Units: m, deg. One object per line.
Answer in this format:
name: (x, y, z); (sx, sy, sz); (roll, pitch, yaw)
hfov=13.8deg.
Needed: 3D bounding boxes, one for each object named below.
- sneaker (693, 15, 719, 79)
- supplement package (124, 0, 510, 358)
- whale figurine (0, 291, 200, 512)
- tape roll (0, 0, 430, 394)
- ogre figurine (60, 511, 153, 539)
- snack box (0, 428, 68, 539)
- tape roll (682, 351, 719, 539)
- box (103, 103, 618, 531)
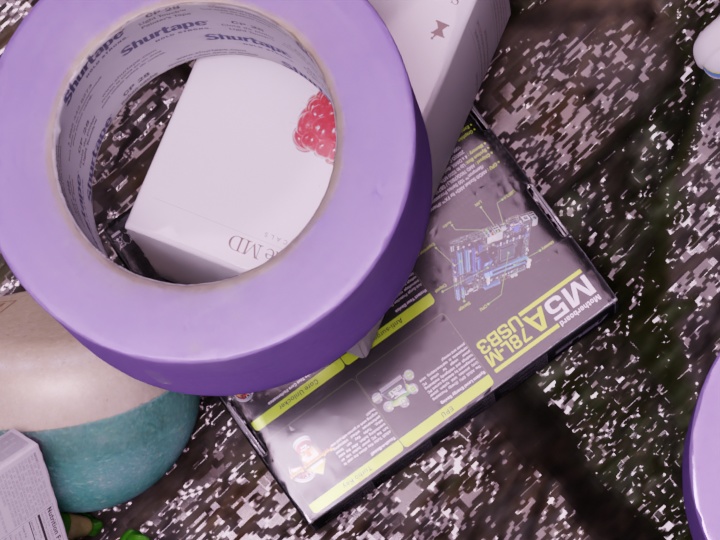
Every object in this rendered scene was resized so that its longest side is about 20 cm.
sneaker: (0.277, -0.107, 1.536); (0.199, 0.076, 0.106); (-15, 80, 0)
supplement package: (-0.017, -0.077, 1.482); (0.121, 0.120, 0.201); (21, 81, 9)
whale figurine: (-0.175, 0.069, 1.514); (0.199, 0.159, 0.104); (-2, 111, 25)
tape roll: (-0.069, -0.048, 1.369); (0.199, 0.085, 0.201); (-1, 78, 7)
ogre figurine: (-0.204, 0.166, 1.503); (0.199, 0.098, 0.121); (21, 86, -38)
snack box: (-0.166, 0.176, 1.452); (0.072, 0.201, 0.024); (-34, 40, -28)
tape roll: (0.262, 0.101, 1.496); (0.199, 0.085, 0.201); (-1, 79, 4)
box: (0.000, 0.000, 1.550); (0.200, 0.048, 0.193); (-36, 81, -3)
